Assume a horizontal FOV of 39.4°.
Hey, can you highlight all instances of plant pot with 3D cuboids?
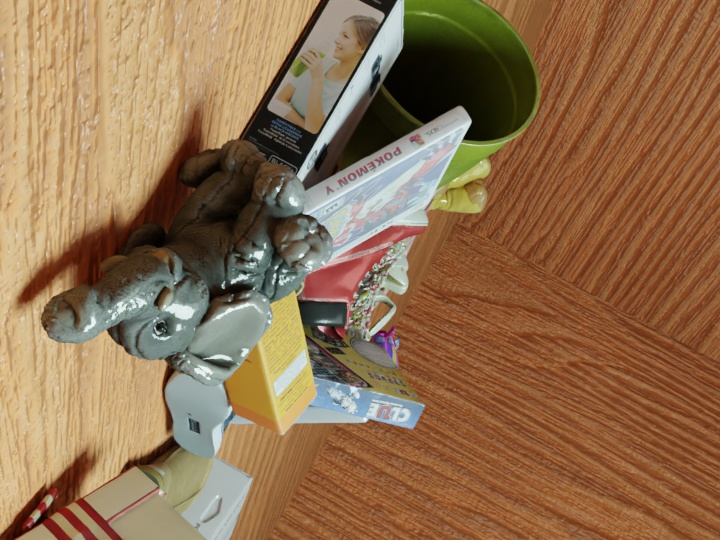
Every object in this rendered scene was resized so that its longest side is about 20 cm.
[{"bbox_3d":[0.061,-0.169,1.095,0.201,0.200,0.193,-57,-177,-35],"label":"plant pot"}]

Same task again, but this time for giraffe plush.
[{"bbox_3d":[0.098,-0.152,1.609,0.199,0.174,0.162,-28,172,19],"label":"giraffe plush"}]

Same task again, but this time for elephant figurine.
[{"bbox_3d":[-0.127,0.012,0.709,0.200,0.156,0.141,-47,-149,-23],"label":"elephant figurine"}]

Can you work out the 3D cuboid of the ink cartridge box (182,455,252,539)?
[{"bbox_3d":[-0.228,0.354,1.324,0.145,0.084,0.201,-55,171,-45],"label":"ink cartridge box"}]

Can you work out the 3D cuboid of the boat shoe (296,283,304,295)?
[{"bbox_3d":[-0.116,0.033,1.001,0.074,0.063,0.201,-65,172,21],"label":"boat shoe"}]

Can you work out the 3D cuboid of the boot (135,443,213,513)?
[{"bbox_3d":[-0.230,0.276,1.107,0.176,0.066,0.200,-62,174,2],"label":"boot"}]

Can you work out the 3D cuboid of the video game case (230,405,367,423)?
[{"bbox_3d":[-0.077,0.164,1.242,0.182,0.198,0.023,-7,95,-81],"label":"video game case"}]

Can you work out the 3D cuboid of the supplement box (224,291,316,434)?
[{"bbox_3d":[-0.094,0.053,0.921,0.069,0.066,0.201,-46,142,-36],"label":"supplement box"}]

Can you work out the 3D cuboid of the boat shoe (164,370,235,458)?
[{"bbox_3d":[-0.157,0.119,1.058,0.201,0.070,0.091,112,2,-58],"label":"boat shoe"}]

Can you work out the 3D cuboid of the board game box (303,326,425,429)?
[{"bbox_3d":[-0.039,0.107,1.119,0.035,0.199,0.136,-63,-150,16],"label":"board game box"}]

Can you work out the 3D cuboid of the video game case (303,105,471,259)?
[{"bbox_3d":[0.008,-0.065,0.959,0.181,0.023,0.200,-31,168,-16],"label":"video game case"}]

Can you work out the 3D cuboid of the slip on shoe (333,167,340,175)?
[{"bbox_3d":[0.028,-0.168,1.274,0.201,0.060,0.076,-62,173,-2],"label":"slip on shoe"}]

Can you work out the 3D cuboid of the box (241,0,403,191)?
[{"bbox_3d":[-0.033,-0.156,0.900,0.201,0.060,0.117,-60,173,-9],"label":"box"}]

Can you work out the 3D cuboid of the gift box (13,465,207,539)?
[{"bbox_3d":[-0.205,0.291,0.833,0.199,0.186,0.186,-26,144,-52],"label":"gift box"}]

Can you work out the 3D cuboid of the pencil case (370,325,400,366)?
[{"bbox_3d":[-0.041,0.126,1.390,0.088,0.198,0.089,-7,90,-76],"label":"pencil case"}]

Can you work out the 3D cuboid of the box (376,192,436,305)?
[{"bbox_3d":[0.022,-0.062,1.436,0.201,0.108,0.128,-65,172,27],"label":"box"}]

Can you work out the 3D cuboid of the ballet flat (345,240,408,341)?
[{"bbox_3d":[0.023,0.027,1.300,0.201,0.063,0.076,-59,171,-29],"label":"ballet flat"}]

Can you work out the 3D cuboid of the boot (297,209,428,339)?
[{"bbox_3d":[0.000,0.000,1.166,0.199,0.072,0.146,-11,98,-36],"label":"boot"}]

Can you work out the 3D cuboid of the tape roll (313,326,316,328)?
[{"bbox_3d":[-0.068,0.036,1.275,0.201,0.084,0.200,-61,172,-14],"label":"tape roll"}]
